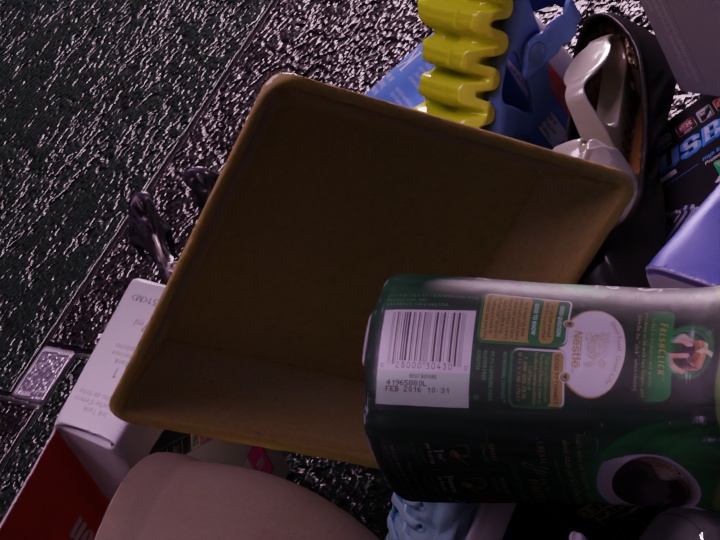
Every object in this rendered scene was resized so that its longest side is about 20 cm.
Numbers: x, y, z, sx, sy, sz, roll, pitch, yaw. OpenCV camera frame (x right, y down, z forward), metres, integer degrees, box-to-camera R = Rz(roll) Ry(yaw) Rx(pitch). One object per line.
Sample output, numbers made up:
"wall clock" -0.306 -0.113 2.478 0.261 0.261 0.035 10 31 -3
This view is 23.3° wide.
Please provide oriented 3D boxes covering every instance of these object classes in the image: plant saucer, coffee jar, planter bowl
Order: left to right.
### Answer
"planter bowl" -0.037 0.188 0.809 0.134 0.201 0.201 2 50 13
"plant saucer" 0.000 0.000 0.843 0.201 0.199 0.049 -61 31 27
"coffee jar" 0.106 0.052 0.730 0.199 0.104 0.086 1 60 15

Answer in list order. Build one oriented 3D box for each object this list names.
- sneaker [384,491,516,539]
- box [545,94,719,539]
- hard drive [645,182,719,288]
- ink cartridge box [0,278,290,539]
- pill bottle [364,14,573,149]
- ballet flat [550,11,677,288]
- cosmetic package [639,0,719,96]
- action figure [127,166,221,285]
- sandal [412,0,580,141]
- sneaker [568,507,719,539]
"sneaker" 0.035 0.090 0.856 0.201 0.082 0.074 -65 22 20
"box" 0.162 0.011 0.890 0.200 0.050 0.199 -35 34 15
"hard drive" 0.242 -0.042 0.808 0.132 0.025 0.200 21 57 42
"ink cartridge box" -0.112 0.129 0.923 0.043 0.200 0.174 14 62 22
"pill bottle" 0.041 -0.066 1.041 0.200 0.112 0.112 -41 34 4
"ballet flat" 0.120 -0.056 0.902 0.068 0.068 0.201 -20 42 33
"cosmetic package" 0.233 -0.189 0.911 0.200 0.107 0.090 -43 34 -19
"action figure" -0.082 0.024 1.089 0.119 0.102 0.200 -32 44 6
"sandal" 0.071 -0.085 0.948 0.079 0.087 0.201 31 115 48
"sneaker" 0.105 0.140 0.722 0.075 0.115 0.200 -27 20 33
